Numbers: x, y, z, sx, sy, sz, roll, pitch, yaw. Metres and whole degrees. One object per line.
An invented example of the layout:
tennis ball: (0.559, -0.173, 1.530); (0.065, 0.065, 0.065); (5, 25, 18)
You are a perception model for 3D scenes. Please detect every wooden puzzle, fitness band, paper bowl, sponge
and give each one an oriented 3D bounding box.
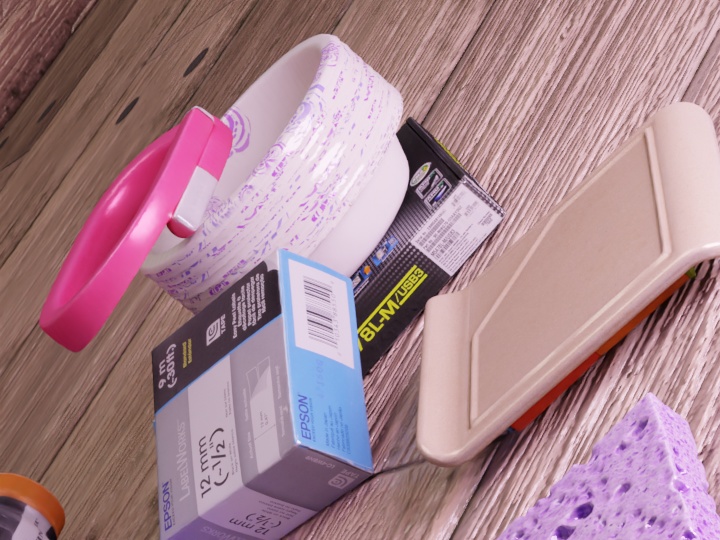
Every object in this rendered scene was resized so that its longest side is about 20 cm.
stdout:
wooden puzzle: (0.116, 0.008, 1.145); (0.200, 0.037, 0.185); (-39, 19, 20)
fitness band: (-0.147, -0.030, 1.383); (0.144, 0.037, 0.200); (-39, 19, 35)
paper bowl: (-0.047, -0.049, 1.404); (0.201, 0.104, 0.201); (-44, 19, 20)
sponge: (0.104, 0.140, 0.883); (0.112, 0.030, 0.200); (-45, 17, 17)

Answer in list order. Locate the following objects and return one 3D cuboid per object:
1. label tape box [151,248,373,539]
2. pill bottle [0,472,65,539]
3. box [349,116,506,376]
label tape box: (-0.084, 0.100, 1.315); (0.200, 0.066, 0.143); (-36, 45, 34)
pill bottle: (-0.285, 0.241, 1.542); (0.106, 0.106, 0.200); (-34, 23, 43)
box: (0.000, 0.000, 1.436); (0.200, 0.048, 0.193); (-48, 20, 6)
